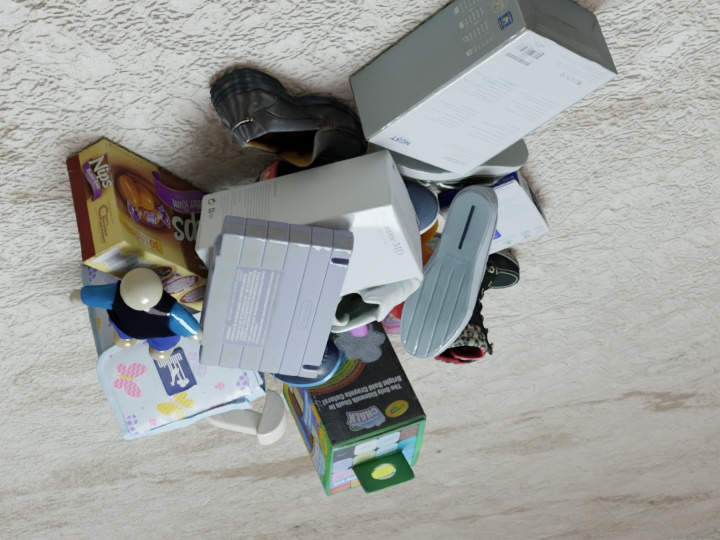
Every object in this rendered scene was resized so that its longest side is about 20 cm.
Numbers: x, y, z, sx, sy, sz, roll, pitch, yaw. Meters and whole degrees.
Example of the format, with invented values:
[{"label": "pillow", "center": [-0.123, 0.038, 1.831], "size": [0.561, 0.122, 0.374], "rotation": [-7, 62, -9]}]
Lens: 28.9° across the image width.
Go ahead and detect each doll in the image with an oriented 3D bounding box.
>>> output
[{"label": "doll", "center": [-0.219, 0.042, 1.376], "size": [0.136, 0.049, 0.200], "rotation": [19, 163, -4]}]

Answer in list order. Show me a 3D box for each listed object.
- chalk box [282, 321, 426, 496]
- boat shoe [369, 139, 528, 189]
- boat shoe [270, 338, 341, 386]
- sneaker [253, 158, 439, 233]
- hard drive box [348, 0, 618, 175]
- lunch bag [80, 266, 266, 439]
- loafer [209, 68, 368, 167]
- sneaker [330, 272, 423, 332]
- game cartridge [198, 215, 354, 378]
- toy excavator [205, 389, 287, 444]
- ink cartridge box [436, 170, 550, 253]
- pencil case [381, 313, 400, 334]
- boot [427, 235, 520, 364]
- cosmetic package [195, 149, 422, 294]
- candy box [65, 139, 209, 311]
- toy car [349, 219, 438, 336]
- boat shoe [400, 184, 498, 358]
[{"label": "chalk box", "center": [-0.002, 0.180, 1.670], "size": [0.125, 0.200, 0.124], "rotation": [-16, 148, -15]}, {"label": "boat shoe", "center": [0.087, -0.114, 1.471], "size": [0.200, 0.071, 0.064], "rotation": [1, 151, -35]}, {"label": "boat shoe", "center": [-0.106, 0.082, 1.619], "size": [0.200, 0.084, 0.069], "rotation": [13, 154, 46]}, {"label": "sneaker", "center": [-0.010, -0.077, 1.445], "size": [0.200, 0.075, 0.085], "rotation": [4, 163, -12]}, {"label": "hard drive box", "center": [0.116, -0.184, 1.332], "size": [0.200, 0.077, 0.156], "rotation": [-32, 150, 32]}, {"label": "lunch bag", "center": [-0.203, 0.072, 1.544], "size": [0.169, 0.200, 0.127], "rotation": [-17, 156, 6]}, {"label": "loafer", "center": [-0.062, -0.130, 1.350], "size": [0.073, 0.072, 0.200], "rotation": [-35, 150, 34]}, {"label": "sneaker", "center": [-0.031, 0.028, 1.450], "size": [0.200, 0.070, 0.080], "rotation": [-16, -155, 42]}, {"label": "game cartridge", "center": [-0.088, 0.028, 1.365], "size": [0.129, 0.038, 0.200], "rotation": [11, 137, -6]}, {"label": "toy excavator", "center": [-0.196, 0.125, 1.656], "size": [0.194, 0.200, 0.100], "rotation": [-12, 156, -4]}, {"label": "ink cartridge box", "center": [0.153, -0.072, 1.625], "size": [0.099, 0.039, 0.200], "rotation": [-20, 160, 12]}, {"label": "pencil case", "center": [-0.017, 0.048, 1.735], "size": [0.200, 0.088, 0.087], "rotation": [-6, 154, -25]}, {"label": "boot", "center": [0.137, 0.044, 1.734], "size": [0.203, 0.154, 0.073], "rotation": [11, 145, -44]}, {"label": "cosmetic package", "center": [-0.047, -0.035, 1.378], "size": [0.200, 0.081, 0.113], "rotation": [-13, 136, 15]}, {"label": "candy box", "center": [-0.205, -0.040, 1.403], "size": [0.056, 0.117, 0.200], "rotation": [-25, 153, 23]}, {"label": "toy car", "center": [0.000, 0.000, 1.567], "size": [0.200, 0.150, 0.175], "rotation": [-15, 156, 0]}, {"label": "boat shoe", "center": [0.106, 0.003, 1.502], "size": [0.200, 0.073, 0.067], "rotation": [-65, 164, 18]}]
